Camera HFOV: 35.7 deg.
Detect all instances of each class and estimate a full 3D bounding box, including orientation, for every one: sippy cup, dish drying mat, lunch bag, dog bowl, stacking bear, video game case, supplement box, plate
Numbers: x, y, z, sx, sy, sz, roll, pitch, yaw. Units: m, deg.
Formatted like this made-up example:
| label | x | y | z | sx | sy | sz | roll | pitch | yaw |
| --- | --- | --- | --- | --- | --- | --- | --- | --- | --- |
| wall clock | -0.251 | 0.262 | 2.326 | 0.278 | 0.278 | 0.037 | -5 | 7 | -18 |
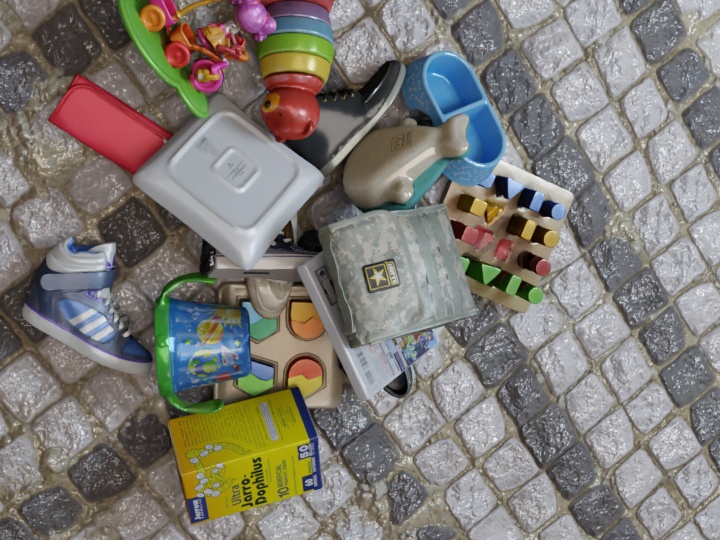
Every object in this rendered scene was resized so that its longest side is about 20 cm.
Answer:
| label | x | y | z | sx | sy | sz | roll | pitch | yaw |
| --- | --- | --- | --- | --- | --- | --- | --- | --- | --- |
| sippy cup | -0.216 | 0.101 | 1.549 | 0.128 | 0.141 | 0.179 | -4 | 145 | -7 |
| dish drying mat | -0.321 | -0.183 | 1.536 | 0.199 | 0.018 | 0.077 | 33 | 91 | -19 |
| lunch bag | 0.042 | 0.007 | 1.484 | 0.198 | 0.117 | 0.166 | -11 | 83 | -45 |
| dog bowl | 0.138 | -0.222 | 1.601 | 0.111 | 0.049 | 0.202 | -25 | 87 | -30 |
| stacking bear | -0.091 | -0.276 | 1.507 | 0.113 | 0.120 | 0.203 | 12 | 77 | -51 |
| video game case | 0.015 | 0.050 | 1.543 | 0.182 | 0.023 | 0.202 | -32 | 100 | -45 |
| supplement box | -0.164 | 0.264 | 1.600 | 0.197 | 0.110 | 0.110 | -14 | 130 | -12 |
| plate | -0.171 | -0.130 | 1.503 | 0.199 | 0.032 | 0.200 | 37 | 58 | 1 |

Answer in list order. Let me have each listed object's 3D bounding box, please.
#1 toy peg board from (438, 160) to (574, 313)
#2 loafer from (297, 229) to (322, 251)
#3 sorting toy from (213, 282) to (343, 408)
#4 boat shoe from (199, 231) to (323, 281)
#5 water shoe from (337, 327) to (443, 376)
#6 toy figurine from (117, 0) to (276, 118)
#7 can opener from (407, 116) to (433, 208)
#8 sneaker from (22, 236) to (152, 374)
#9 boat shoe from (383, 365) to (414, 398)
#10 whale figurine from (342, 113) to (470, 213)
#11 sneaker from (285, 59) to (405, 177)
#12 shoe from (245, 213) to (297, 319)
| label | x | y | z | sx | sy | sz | roll | pitch | yaw |
| --- | --- | --- | --- | --- | --- | --- | --- | --- | --- |
| toy peg board | 0.215 | -0.054 | 1.669 | 0.198 | 0.098 | 0.201 | 21 | 94 | -19 |
| loafer | 0.000 | 0.000 | 1.629 | 0.199 | 0.070 | 0.069 | 23 | 94 | -23 |
| sorting toy | -0.115 | 0.113 | 1.639 | 0.197 | 0.036 | 0.188 | 1 | 100 | -16 |
| boat shoe | -0.122 | -0.039 | 1.527 | 0.197 | 0.075 | 0.094 | 3 | 74 | -24 |
| water shoe | 0.051 | 0.091 | 1.643 | 0.200 | 0.072 | 0.079 | -48 | 128 | 8 |
| toy figurine | -0.183 | -0.325 | 1.449 | 0.182 | 0.151 | 0.201 | -27 | 111 | 15 |
| can opener | 0.077 | -0.122 | 1.651 | 0.066 | 0.053 | 0.203 | 8 | 98 | -53 |
| sneaker | -0.350 | 0.040 | 1.536 | 0.198 | 0.081 | 0.148 | 29 | 96 | -13 |
| boat shoe | 0.018 | 0.092 | 1.588 | 0.068 | 0.057 | 0.201 | -31 | 102 | 8 |
| whale figurine | 0.073 | -0.142 | 1.551 | 0.198 | 0.161 | 0.104 | -22 | 132 | 25 |
| sneaker | -0.028 | -0.238 | 1.578 | 0.106 | 0.075 | 0.201 | 40 | 88 | -16 |
| shoe | -0.125 | -0.032 | 1.585 | 0.069 | 0.053 | 0.203 | 4 | 90 | -10 |
